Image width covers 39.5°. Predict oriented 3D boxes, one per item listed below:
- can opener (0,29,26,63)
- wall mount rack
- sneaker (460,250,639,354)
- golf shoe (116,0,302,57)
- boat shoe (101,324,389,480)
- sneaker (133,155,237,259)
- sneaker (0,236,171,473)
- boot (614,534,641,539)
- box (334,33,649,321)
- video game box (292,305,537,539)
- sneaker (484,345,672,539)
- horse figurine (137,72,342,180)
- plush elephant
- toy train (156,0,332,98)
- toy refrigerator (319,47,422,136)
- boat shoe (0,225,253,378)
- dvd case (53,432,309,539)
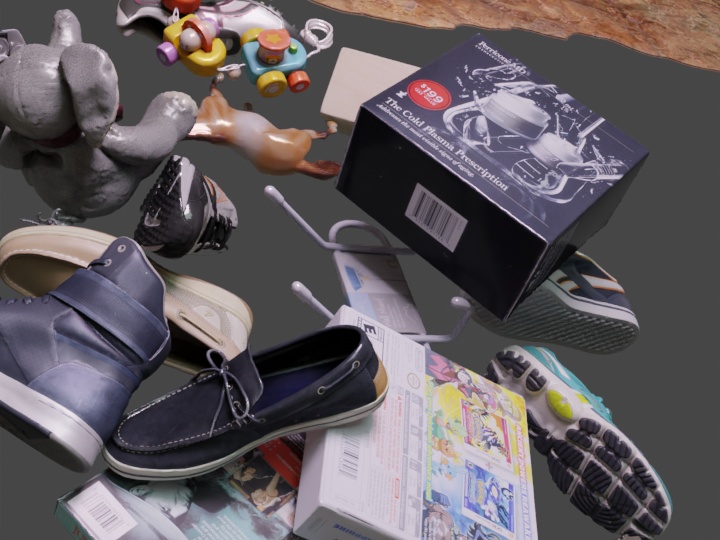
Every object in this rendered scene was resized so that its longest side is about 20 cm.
[{"bbox_3d":[-0.386,-0.177,0.884,0.067,0.054,0.200,15,26,40],"label":"can opener"},{"bbox_3d":[0.000,0.000,0.880,0.173,0.075,0.200,4,43,-24],"label":"wall mount rack"},{"bbox_3d":[0.173,0.021,0.957,0.199,0.078,0.080,18,42,-29],"label":"sneaker"},{"bbox_3d":[-0.165,-0.256,1.085,0.199,0.077,0.088,17,55,-4],"label":"golf shoe"},{"bbox_3d":[-0.078,0.084,0.676,0.199,0.062,0.075,-16,39,-8],"label":"boat shoe"},{"bbox_3d":[-0.131,-0.046,0.806,0.080,0.074,0.200,33,7,-14],"label":"sneaker"},{"bbox_3d":[-0.224,0.025,0.676,0.202,0.077,0.146,30,63,6],"label":"sneaker"},{"bbox_3d":[0.226,0.278,0.681,0.182,0.073,0.200,11,40,-56],"label":"boot"},{"bbox_3d":[0.115,-0.090,0.888,0.200,0.104,0.182,39,49,16],"label":"box"},{"bbox_3d":[0.046,0.139,0.749,0.182,0.047,0.200,26,36,-15],"label":"video game box"},{"bbox_3d":[0.193,0.135,0.847,0.079,0.078,0.200,-6,48,-46],"label":"sneaker"},{"bbox_3d":[-0.101,-0.134,0.992,0.199,0.050,0.133,26,31,2],"label":"horse figurine"},{"bbox_3d":[-0.235,-0.126,0.791,0.164,0.155,0.200,2,44,6],"label":"plush elephant"},{"bbox_3d":[-0.128,-0.260,1.022,0.199,0.056,0.151,21,60,-1],"label":"toy train"},{"bbox_3d":[0.067,-0.162,1.049,0.199,0.076,0.070,17,-6,11],"label":"toy refrigerator"},{"bbox_3d":[-0.178,0.028,0.749,0.199,0.072,0.065,23,38,-14],"label":"boat shoe"},{"bbox_3d":[-0.086,0.161,0.692,0.146,0.022,0.200,41,39,16],"label":"dvd case"}]
